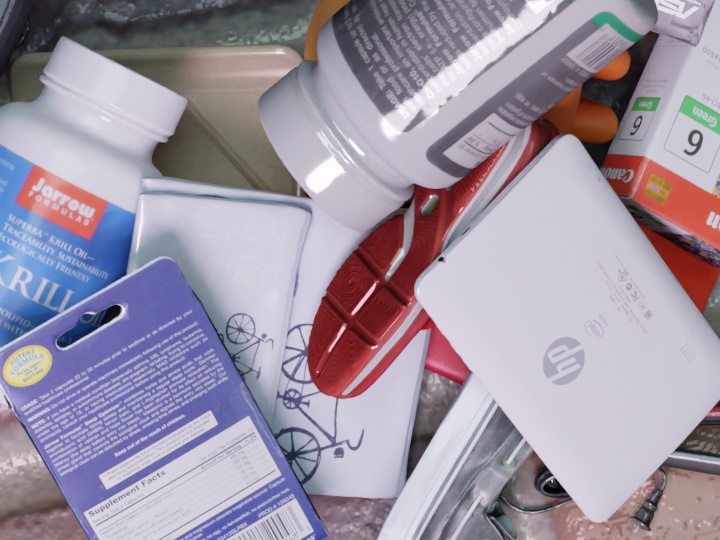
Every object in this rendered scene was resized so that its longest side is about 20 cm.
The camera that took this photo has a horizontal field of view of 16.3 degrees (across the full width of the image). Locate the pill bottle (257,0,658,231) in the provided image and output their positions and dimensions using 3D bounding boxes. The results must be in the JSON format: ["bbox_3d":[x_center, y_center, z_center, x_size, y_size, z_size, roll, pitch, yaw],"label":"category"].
[{"bbox_3d":[0.049,-0.116,1.343,0.200,0.113,0.113,-37,83,17],"label":"pill bottle"}]

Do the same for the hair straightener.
[{"bbox_3d":[0.158,0.116,1.487,0.200,0.041,0.077,1,81,1],"label":"hair straightener"}]

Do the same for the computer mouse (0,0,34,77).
[{"bbox_3d":[-0.230,-0.127,1.496,0.200,0.139,0.053,-43,101,3],"label":"computer mouse"}]

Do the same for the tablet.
[{"bbox_3d":[0.126,0.035,1.419,0.130,0.014,0.200,-45,118,-13],"label":"tablet"}]

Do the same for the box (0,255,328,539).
[{"bbox_3d":[-0.114,0.096,1.410,0.121,0.032,0.200,-30,113,-7],"label":"box"}]

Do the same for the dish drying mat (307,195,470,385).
[{"bbox_3d":[0.000,0.000,1.517,0.200,0.018,0.077,24,83,3],"label":"dish drying mat"}]

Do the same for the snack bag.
[{"bbox_3d":[-0.047,0.048,1.448,0.200,0.021,0.189,6,102,-21],"label":"snack bag"}]

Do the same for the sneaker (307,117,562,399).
[{"bbox_3d":[0.064,0.005,1.432,0.115,0.078,0.200,29,103,-35],"label":"sneaker"}]

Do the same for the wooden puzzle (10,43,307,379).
[{"bbox_3d":[-0.121,-0.032,1.504,0.185,0.037,0.200,-1,86,12],"label":"wooden puzzle"}]

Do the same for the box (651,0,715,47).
[{"bbox_3d":[0.140,-0.213,1.465,0.160,0.200,0.044,21,122,3],"label":"box"}]

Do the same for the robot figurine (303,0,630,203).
[{"bbox_3d":[0.054,-0.122,1.473,0.200,0.144,0.117,7,48,-15],"label":"robot figurine"}]

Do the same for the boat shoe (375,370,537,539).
[{"bbox_3d":[0.058,0.139,1.453,0.071,0.072,0.200,28,100,5],"label":"boat shoe"}]

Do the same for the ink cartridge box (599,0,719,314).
[{"bbox_3d":[0.200,-0.051,1.485,0.109,0.050,0.200,28,82,-25],"label":"ink cartridge box"}]

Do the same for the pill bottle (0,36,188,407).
[{"bbox_3d":[-0.180,-0.028,1.439,0.112,0.112,0.200,26,92,4],"label":"pill bottle"}]
